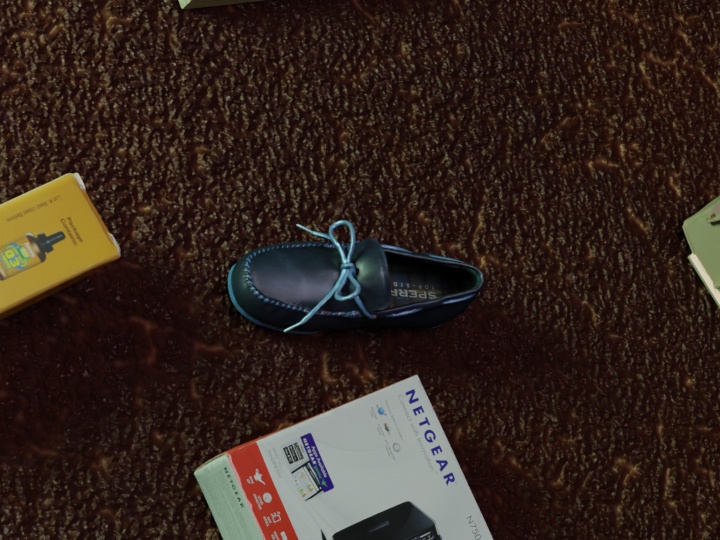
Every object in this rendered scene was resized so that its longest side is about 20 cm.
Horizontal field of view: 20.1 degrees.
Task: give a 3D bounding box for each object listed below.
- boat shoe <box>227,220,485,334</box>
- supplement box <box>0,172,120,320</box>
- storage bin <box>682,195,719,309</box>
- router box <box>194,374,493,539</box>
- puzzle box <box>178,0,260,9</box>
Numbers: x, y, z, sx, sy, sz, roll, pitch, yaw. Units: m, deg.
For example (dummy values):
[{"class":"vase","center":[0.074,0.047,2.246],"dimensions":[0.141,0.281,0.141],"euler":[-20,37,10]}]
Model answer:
[{"class":"boat shoe","center":[0.000,0.000,1.469],"dimensions":[0.200,0.069,0.084],"euler":[-4,72,-35]},{"class":"supplement box","center":[-0.254,0.008,1.294],"dimensions":[0.200,0.069,0.067],"euler":[-28,88,-37]},{"class":"storage bin","center":[0.402,-0.006,1.733],"dimensions":[0.200,0.094,0.199],"euler":[-32,91,-39]},{"class":"router box","center":[0.004,0.193,1.401],"dimensions":[0.179,0.049,0.200],"euler":[-21,83,-38]},{"class":"puzzle box","center":[-0.072,-0.275,1.567],"dimensions":[0.200,0.025,0.133],"euler":[-13,78,-37]}]
